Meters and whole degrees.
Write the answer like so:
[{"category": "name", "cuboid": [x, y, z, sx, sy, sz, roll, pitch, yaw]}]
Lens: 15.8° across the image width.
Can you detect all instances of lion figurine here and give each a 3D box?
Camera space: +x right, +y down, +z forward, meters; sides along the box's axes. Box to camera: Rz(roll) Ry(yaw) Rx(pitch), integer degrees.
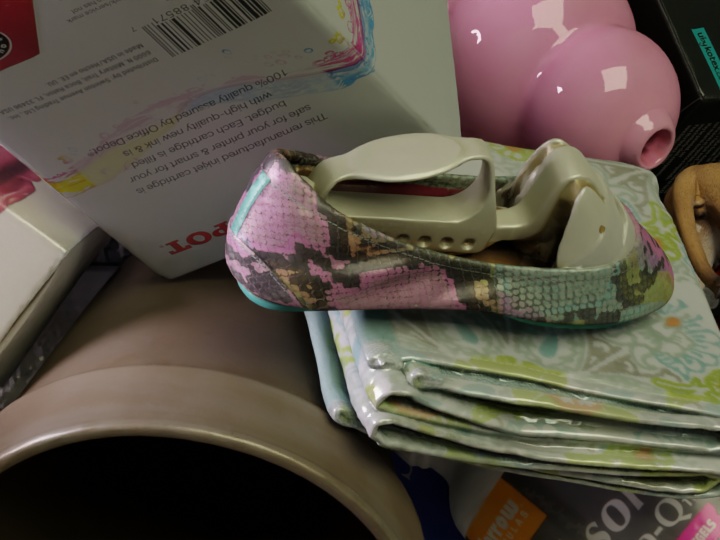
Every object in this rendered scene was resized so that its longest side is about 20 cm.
[{"category": "lion figurine", "cuboid": [0.183, -0.010, 1.185, 0.200, 0.072, 0.123, 35, 35, -58]}]

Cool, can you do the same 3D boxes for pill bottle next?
[{"category": "pill bottle", "cuboid": [0.110, 0.097, 1.122, 0.200, 0.117, 0.116, 39, 52, 11]}]

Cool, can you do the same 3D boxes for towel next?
[{"category": "towel", "cuboid": [0.059, 0.011, 1.065, 0.170, 0.048, 0.200, 10, 34, -18]}]

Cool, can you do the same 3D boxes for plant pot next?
[{"category": "plant pot", "cuboid": [-0.067, 0.081, 1.081, 0.199, 0.200, 0.174, 23, 37, -12]}]

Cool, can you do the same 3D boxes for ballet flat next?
[{"category": "ballet flat", "cuboid": [0.046, -0.018, 0.990, 0.199, 0.071, 0.069, 3, 39, -27]}]

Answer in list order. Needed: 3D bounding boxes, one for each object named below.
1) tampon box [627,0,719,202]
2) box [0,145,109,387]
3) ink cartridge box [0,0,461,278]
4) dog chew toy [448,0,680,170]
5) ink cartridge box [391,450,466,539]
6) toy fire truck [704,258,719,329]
[{"category": "tampon box", "cuboid": [0.197, -0.129, 1.350, 0.199, 0.126, 0.150, -9, 67, -30]}, {"category": "box", "cuboid": [-0.213, -0.037, 1.080, 0.200, 0.109, 0.128, 37, 12, -1]}, {"category": "ink cartridge box", "cuboid": [-0.071, -0.119, 1.000, 0.200, 0.145, 0.145, 44, 34, -47]}, {"category": "dog chew toy", "cuboid": [0.076, -0.109, 1.254, 0.124, 0.125, 0.200, -21, 45, -33]}, {"category": "ink cartridge box", "cuboid": [0.024, 0.166, 1.146, 0.094, 0.044, 0.201, 23, 54, -13]}, {"category": "toy fire truck", "cuboid": [0.200, 0.070, 1.283, 0.141, 0.049, 0.200, 44, 52, 3]}]
